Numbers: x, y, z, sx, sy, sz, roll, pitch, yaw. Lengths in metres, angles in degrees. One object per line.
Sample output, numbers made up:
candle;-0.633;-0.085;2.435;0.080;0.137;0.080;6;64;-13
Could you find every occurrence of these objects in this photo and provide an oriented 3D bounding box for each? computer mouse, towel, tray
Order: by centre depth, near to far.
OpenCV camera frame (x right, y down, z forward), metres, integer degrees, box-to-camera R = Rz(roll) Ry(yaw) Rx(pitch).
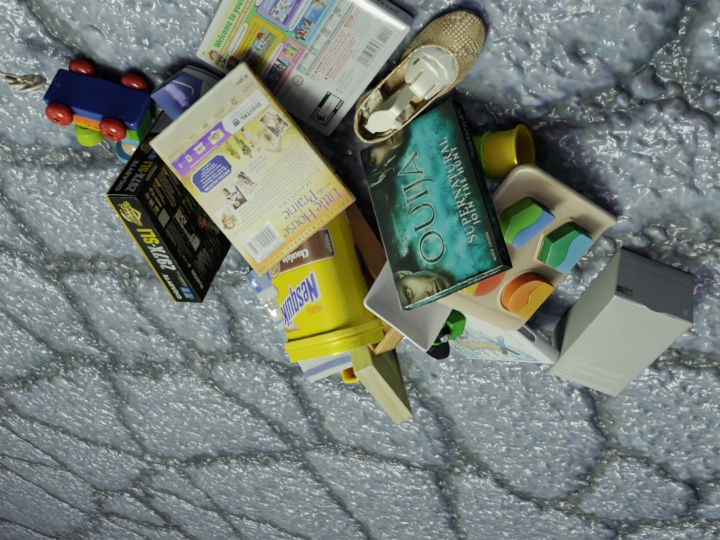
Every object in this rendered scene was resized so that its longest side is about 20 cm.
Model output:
tray;0.085;-0.014;1.054;0.107;0.200;0.022;38;161;-23
tray;0.000;0.000;1.126;0.200;0.037;0.099;60;148;20
computer mouse;0.055;0.055;1.226;0.200;0.059;0.034;40;106;-16
towel;-0.080;0.064;1.274;0.147;0.024;0.200;-25;97;46

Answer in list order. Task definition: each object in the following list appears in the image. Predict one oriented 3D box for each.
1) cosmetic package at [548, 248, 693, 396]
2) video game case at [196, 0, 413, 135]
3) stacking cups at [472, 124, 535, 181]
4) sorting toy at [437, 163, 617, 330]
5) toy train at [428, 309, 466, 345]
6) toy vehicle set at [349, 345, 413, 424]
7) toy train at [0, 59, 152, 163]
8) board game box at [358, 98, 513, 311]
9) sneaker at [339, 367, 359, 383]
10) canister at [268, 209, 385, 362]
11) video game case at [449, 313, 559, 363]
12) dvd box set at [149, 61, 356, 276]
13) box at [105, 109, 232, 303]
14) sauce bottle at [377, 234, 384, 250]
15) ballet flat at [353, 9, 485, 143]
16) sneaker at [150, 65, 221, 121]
cosmetic package;0.332;0.072;1.130;0.107;0.090;0.200;21;140;-4
video game case;-0.067;-0.254;0.955;0.182;0.022;0.200;30;143;-13
stacking cups;0.101;-0.127;1.018;0.200;0.061;0.061;-3;137;35
sorting toy;0.185;-0.014;1.013;0.185;0.037;0.200;22;117;-40
toy train;0.063;0.021;1.129;0.200;0.056;0.042;48;147;37
toy vehicle set;0.018;0.103;1.219;0.026;0.200;0.124;-27;128;11
toy train;-0.360;-0.202;1.111;0.200;0.085;0.116;16;156;5
board game box;0.078;-0.071;0.971;0.135;0.200;0.028;-26;159;31
sneaker;-0.042;0.088;1.318;0.073;0.077;0.200;-16;121;39
canister;-0.057;0.005;1.096;0.148;0.086;0.200;-18;86;56
video game case;0.147;0.070;1.203;0.182;0.022;0.200;38;161;-22
dvd box set;-0.122;-0.114;1.001;0.146;0.029;0.200;-39;96;11
box;-0.231;-0.080;1.130;0.049;0.160;0.200;1;140;22
sauce bottle;0.122;-0.024;1.121;0.200;0.066;0.066;15;143;3
ballet flat;0.059;-0.196;0.934;0.070;0.065;0.200;34;140;-13
sneaker;-0.170;-0.145;1.059;0.080;0.115;0.199;-24;125;41
